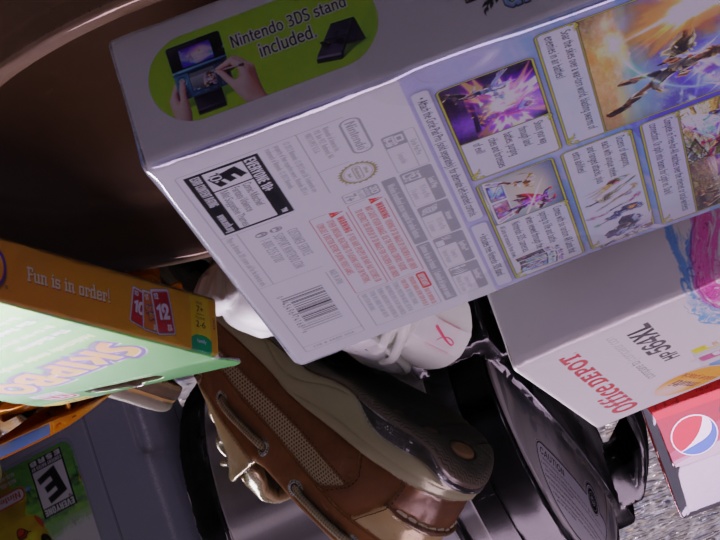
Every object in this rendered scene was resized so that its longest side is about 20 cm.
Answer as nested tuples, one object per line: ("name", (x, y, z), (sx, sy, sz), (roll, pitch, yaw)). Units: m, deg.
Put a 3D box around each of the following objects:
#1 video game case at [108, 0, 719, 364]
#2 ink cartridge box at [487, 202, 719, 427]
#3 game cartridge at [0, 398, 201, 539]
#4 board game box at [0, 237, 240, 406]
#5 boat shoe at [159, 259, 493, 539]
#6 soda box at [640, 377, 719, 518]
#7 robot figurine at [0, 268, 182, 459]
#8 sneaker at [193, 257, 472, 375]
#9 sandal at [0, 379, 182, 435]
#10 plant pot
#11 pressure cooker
("video game case", (0.037, -0.046, 0.780), (0.180, 0.046, 0.200), (-19, 160, 5))
("ink cartridge box", (0.119, -0.034, 0.940), (0.199, 0.126, 0.128), (-24, 159, 13))
("game cartridge", (-0.154, 0.151, 1.254), (0.199, 0.134, 0.040), (-29, 165, 24))
("board game box", (-0.133, 0.014, 0.827), (0.095, 0.030, 0.200), (-13, 159, 33))
("boat shoe", (-0.031, 0.058, 1.045), (0.075, 0.200, 0.074), (15, 105, -43))
("soda box", (0.141, 0.016, 1.086), (0.070, 0.200, 0.064), (-20, 120, 6))
("robot figurine", (-0.157, 0.020, 0.930), (0.199, 0.058, 0.146), (-26, 129, -24))
("sneaker", (0.000, 0.000, 0.983), (0.078, 0.099, 0.200), (-58, 175, 8))
("sandal", (-0.164, 0.039, 1.025), (0.199, 0.080, 0.054), (8, 109, -42))
("plant pot", (-0.054, -0.084, 0.803), (0.199, 0.093, 0.201), (-16, 160, -6))
("pressure cooker", (0.034, 0.088, 1.207), (0.199, 0.180, 0.176), (-24, 179, 15))
